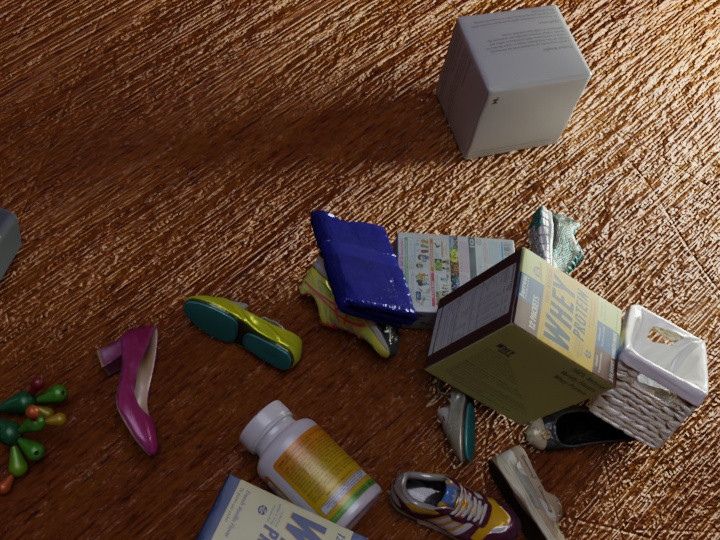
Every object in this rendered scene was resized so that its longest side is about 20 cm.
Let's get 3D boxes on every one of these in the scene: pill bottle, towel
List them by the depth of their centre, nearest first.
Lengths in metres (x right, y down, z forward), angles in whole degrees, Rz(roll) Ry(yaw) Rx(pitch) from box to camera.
[{"bbox_3d":[-0.076,0.283,1.305,0.200,0.111,0.111,42,64,14],"label":"pill bottle"},{"bbox_3d":[0.000,0.000,1.426,0.147,0.050,0.201,13,40,-32],"label":"towel"}]

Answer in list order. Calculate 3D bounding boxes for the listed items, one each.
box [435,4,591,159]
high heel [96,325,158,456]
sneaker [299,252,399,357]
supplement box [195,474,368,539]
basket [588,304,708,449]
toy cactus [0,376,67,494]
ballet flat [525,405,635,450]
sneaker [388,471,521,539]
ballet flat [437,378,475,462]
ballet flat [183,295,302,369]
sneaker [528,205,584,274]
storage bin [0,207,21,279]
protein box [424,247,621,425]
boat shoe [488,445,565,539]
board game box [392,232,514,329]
[{"bbox_3d":[0.266,-0.334,1.635,0.198,0.200,0.172,-11,62,-14],"label":"box"},{"bbox_3d":[-0.315,0.174,1.356,0.095,0.068,0.200,-27,55,-9],"label":"high heel"},{"bbox_3d":[-0.019,0.069,1.454,0.090,0.078,0.200,-46,74,17],"label":"sneaker"},{"bbox_3d":[-0.114,0.391,1.191,0.199,0.200,0.135,23,61,5],"label":"supplement box"},{"bbox_3d":[0.436,0.160,1.393,0.135,0.124,0.200,30,26,8],"label":"basket"},{"bbox_3d":[-0.517,0.219,1.297,0.164,0.102,0.200,31,70,20],"label":"toy cactus"},{"bbox_3d":[0.351,0.240,1.414,0.198,0.057,0.067,-6,89,-11],"label":"ballet flat"},{"bbox_3d":[0.139,0.342,1.316,0.199,0.090,0.075,14,61,1],"label":"sneaker"},{"bbox_3d":[0.149,0.205,1.418,0.062,0.068,0.201,-4,55,21],"label":"ballet flat"},{"bbox_3d":[-0.179,0.087,1.431,0.199,0.067,0.067,28,40,4],"label":"ballet flat"},{"bbox_3d":[0.336,-0.017,1.549,0.091,0.078,0.201,11,63,-7],"label":"sneaker"},{"bbox_3d":[-0.626,-0.050,1.399,0.199,0.146,0.135,19,51,2],"label":"storage bin"},{"bbox_3d":[0.239,0.103,1.350,0.198,0.200,0.136,31,52,-19],"label":"protein box"},{"bbox_3d":[0.265,0.351,1.343,0.065,0.072,0.201,-23,62,-18],"label":"boat shoe"},{"bbox_3d":[0.154,0.021,1.506,0.198,0.064,0.148,5,61,-7],"label":"board game box"}]
